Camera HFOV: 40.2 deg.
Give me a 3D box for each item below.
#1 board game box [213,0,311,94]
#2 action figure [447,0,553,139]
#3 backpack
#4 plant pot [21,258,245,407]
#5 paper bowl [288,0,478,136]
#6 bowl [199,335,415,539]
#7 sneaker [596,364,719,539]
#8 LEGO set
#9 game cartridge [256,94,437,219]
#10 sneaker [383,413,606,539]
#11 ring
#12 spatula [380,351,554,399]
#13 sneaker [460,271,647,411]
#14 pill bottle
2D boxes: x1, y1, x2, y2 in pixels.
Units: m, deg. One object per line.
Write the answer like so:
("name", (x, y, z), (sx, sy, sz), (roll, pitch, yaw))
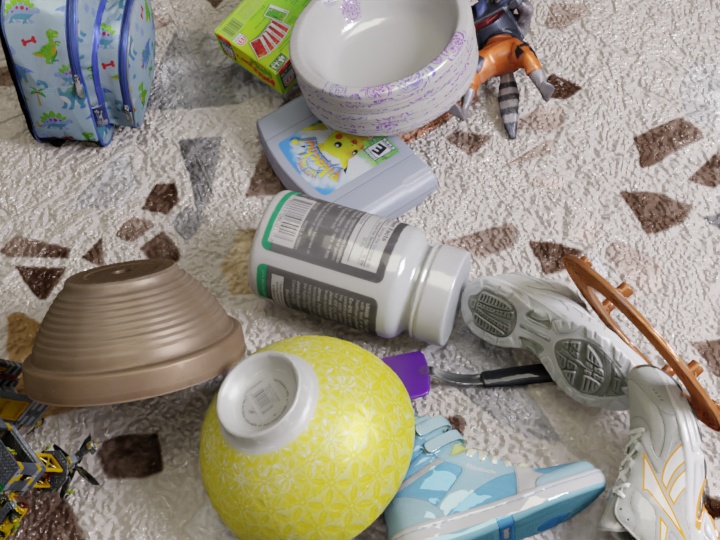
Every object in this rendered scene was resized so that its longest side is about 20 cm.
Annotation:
("board game box", (-0.069, -0.317, 1.172), (0.101, 0.048, 0.200), (36, 78, 18))
("action figure", (0.139, -0.247, 1.163), (0.199, 0.105, 0.195), (-20, 44, 25))
("backpack", (-0.309, -0.262, 1.103), (0.145, 0.201, 0.184), (0, 54, 2))
("plant pot", (-0.207, 0.045, 0.885), (0.199, 0.094, 0.201), (-7, 13, 1))
("paper bowl", (0.029, -0.229, 1.072), (0.199, 0.105, 0.202), (-8, 56, 11))
("bowl", (-0.063, 0.129, 0.841), (0.198, 0.108, 0.202), (-15, 50, 18))
("sneaker", (0.239, 0.180, 0.823), (0.091, 0.076, 0.202), (-8, 75, 0))
("LEGO set", (-0.332, 0.169, 0.883), (0.199, 0.116, 0.154), (35, 92, 27))
("game cartridge", (-0.025, -0.126, 1.099), (0.133, 0.041, 0.200), (-34, 60, -15))
("sneaker", (0.104, 0.171, 0.861), (0.198, 0.080, 0.131), (-15, 57, -9))
("ring", (0.250, 0.058, 0.864), (0.019, 0.200, 0.201), (-41, 61, 2))
("spatula", (0.102, 0.101, 0.941), (0.198, 0.021, 0.057), (-1, 46, -6))
("sneaker", (0.199, 0.053, 0.935), (0.199, 0.078, 0.099), (35, 37, 23))
("pill bottle", (0.000, 0.000, 0.962), (0.198, 0.114, 0.114), (18, 57, 13))
